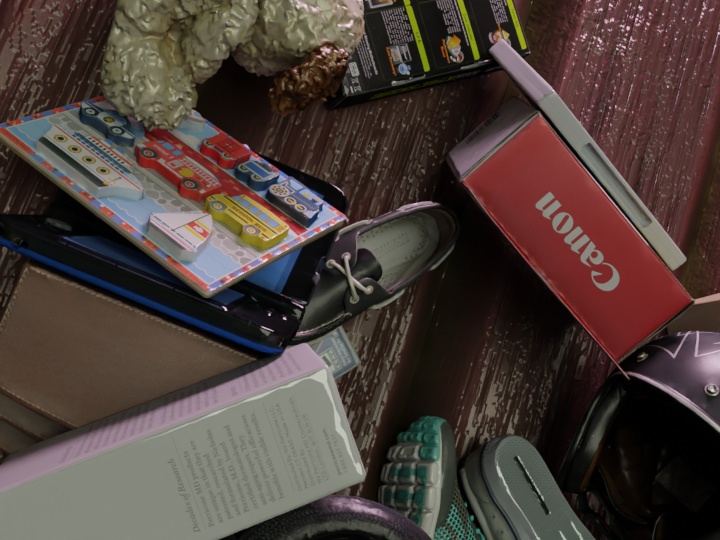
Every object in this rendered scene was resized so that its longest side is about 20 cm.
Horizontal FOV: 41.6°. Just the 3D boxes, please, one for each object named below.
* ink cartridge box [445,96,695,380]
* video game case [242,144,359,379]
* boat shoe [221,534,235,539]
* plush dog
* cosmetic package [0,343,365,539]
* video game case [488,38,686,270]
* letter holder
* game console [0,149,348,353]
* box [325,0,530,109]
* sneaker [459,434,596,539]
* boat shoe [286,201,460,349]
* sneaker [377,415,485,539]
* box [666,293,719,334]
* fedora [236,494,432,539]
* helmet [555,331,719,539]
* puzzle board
[{"bbox_3d":[0.168,-0.032,0.766,0.084,0.176,0.200,-41,101,11],"label":"ink cartridge box"},{"bbox_3d":[-0.119,0.029,0.728,0.181,0.023,0.201,-30,95,-23],"label":"video game case"},{"bbox_3d":[-0.181,0.199,0.654,0.198,0.093,0.075,12,50,9],"label":"boat shoe"},{"bbox_3d":[-0.078,-0.199,0.672,0.170,0.161,0.201,15,52,-16],"label":"plush dog"},{"bbox_3d":[-0.106,0.114,0.549,0.198,0.101,0.072,-20,96,-8],"label":"cosmetic package"},{"bbox_3d":[0.189,-0.099,0.796,0.018,0.144,0.200,-39,117,13],"label":"video game case"},{"bbox_3d":[-0.152,0.097,0.640,0.199,0.101,0.143,24,86,-10],"label":"letter holder"},{"bbox_3d":[-0.118,-0.040,0.648,0.199,0.171,0.119,22,92,0],"label":"game console"},{"bbox_3d":[0.033,-0.257,0.818,0.192,0.047,0.202,-18,90,-26],"label":"box"},{"bbox_3d":[0.149,0.230,0.781,0.073,0.071,0.201,-21,82,-32],"label":"sneaker"},{"bbox_3d":[0.000,0.000,0.742,0.199,0.060,0.074,-26,93,-35],"label":"boat shoe"},{"bbox_3d":[0.066,0.217,0.761,0.091,0.077,0.202,3,89,-31],"label":"sneaker"},{"bbox_3d":[0.373,0.052,0.834,0.094,0.200,0.078,-11,86,-24],"label":"box"},{"bbox_3d":[-0.028,0.244,0.625,0.199,0.092,0.203,0,88,-9],"label":"fedora"},{"bbox_3d":[0.274,0.145,0.769,0.199,0.200,0.192,26,105,-17],"label":"helmet"},{"bbox_3d":[-0.126,-0.067,0.651,0.199,0.017,0.150,35,35,19],"label":"puzzle board"}]
